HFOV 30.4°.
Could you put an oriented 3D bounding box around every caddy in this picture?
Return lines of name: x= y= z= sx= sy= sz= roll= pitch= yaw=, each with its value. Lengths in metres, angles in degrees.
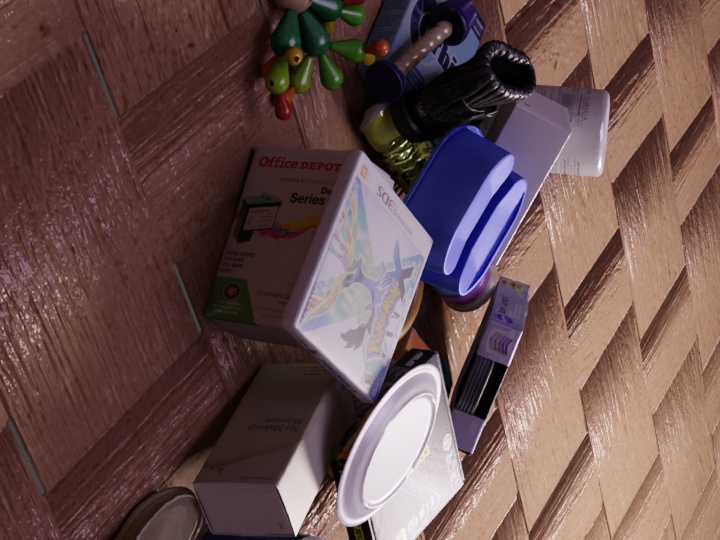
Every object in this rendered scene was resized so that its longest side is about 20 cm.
caddy: x=0.106 y=-0.072 z=1.550 sx=0.201 sy=0.104 sz=0.141 roll=-59 pitch=150 yaw=-10

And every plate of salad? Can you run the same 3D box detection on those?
plate of salad: x=0.026 y=0.190 z=1.469 sx=0.200 sy=0.048 sz=0.202 roll=-44 pitch=149 yaw=-36

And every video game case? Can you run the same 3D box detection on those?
video game case: x=0.002 y=0.009 z=1.367 sx=0.182 sy=0.022 sz=0.202 roll=47 pitch=57 yaw=-49

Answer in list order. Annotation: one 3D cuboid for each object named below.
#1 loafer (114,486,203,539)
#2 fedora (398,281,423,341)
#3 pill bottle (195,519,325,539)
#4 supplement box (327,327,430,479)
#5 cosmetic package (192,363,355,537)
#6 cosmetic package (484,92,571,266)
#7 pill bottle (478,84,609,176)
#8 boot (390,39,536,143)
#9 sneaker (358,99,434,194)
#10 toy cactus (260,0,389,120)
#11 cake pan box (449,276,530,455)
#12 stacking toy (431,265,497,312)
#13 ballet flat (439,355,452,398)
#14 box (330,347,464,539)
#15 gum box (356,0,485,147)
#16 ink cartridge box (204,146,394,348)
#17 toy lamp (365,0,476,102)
loafer: x=-0.212 y=0.292 z=1.307 sx=0.200 sy=0.068 sz=0.076 roll=-46 pitch=131 yaw=-43
fedora: x=0.000 y=0.000 z=1.571 sx=0.200 sy=0.081 sz=0.204 roll=-8 pitch=100 yaw=-54
pill bottle: x=-0.085 y=0.327 z=1.385 sx=0.111 sy=0.198 sz=0.113 roll=-13 pitch=106 yaw=-55
supplement box: x=0.019 y=0.169 z=1.640 sx=0.067 sy=0.068 sz=0.202 roll=52 pitch=52 yaw=-43
cosmetic package: x=-0.088 y=0.187 z=1.413 sx=0.201 sy=0.102 sz=0.074 roll=-62 pitch=142 yaw=-52
cosmetic package: x=0.183 y=-0.123 z=1.676 sx=0.201 sy=0.084 sz=0.108 roll=-61 pitch=-175 yaw=24
pill bottle: x=0.228 y=-0.190 z=1.764 sx=0.114 sy=0.197 sz=0.116 roll=6 pitch=90 yaw=-78
boot: x=0.146 y=-0.221 z=1.588 sx=0.080 sy=0.157 sz=0.211 roll=60 pitch=35 yaw=-3
sneaker: x=0.066 y=-0.139 z=1.635 sx=0.075 sy=0.077 sz=0.200 roll=-36 pitch=138 yaw=9
toy cactus: x=-0.055 y=-0.271 z=1.454 sx=0.200 sy=0.102 sz=0.166 roll=-43 pitch=119 yaw=-34
cake pan box: x=0.166 y=0.123 z=1.746 sx=0.200 sy=0.052 sz=0.186 roll=-61 pitch=170 yaw=-70
stacking toy: x=0.099 y=-0.024 z=1.727 sx=0.200 sy=0.085 sz=0.086 roll=39 pitch=63 yaw=-45
ballet flat: x=0.080 y=0.211 z=1.741 sx=0.070 sy=0.067 sz=0.202 roll=47 pitch=58 yaw=-65
box: x=0.045 y=0.226 z=1.589 sx=0.200 sy=0.047 sz=0.195 roll=-38 pitch=126 yaw=-45
gum box: x=0.081 y=-0.285 z=1.684 sx=0.170 sy=0.044 sz=0.202 roll=47 pitch=57 yaw=-48
ink cartridge box: x=-0.064 y=-0.025 z=1.413 sx=0.084 sy=0.143 sz=0.202 roll=35 pitch=67 yaw=-52
toy lamp: x=0.078 y=-0.272 z=1.595 sx=0.200 sy=0.058 sz=0.059 roll=-44 pitch=129 yaw=-41
